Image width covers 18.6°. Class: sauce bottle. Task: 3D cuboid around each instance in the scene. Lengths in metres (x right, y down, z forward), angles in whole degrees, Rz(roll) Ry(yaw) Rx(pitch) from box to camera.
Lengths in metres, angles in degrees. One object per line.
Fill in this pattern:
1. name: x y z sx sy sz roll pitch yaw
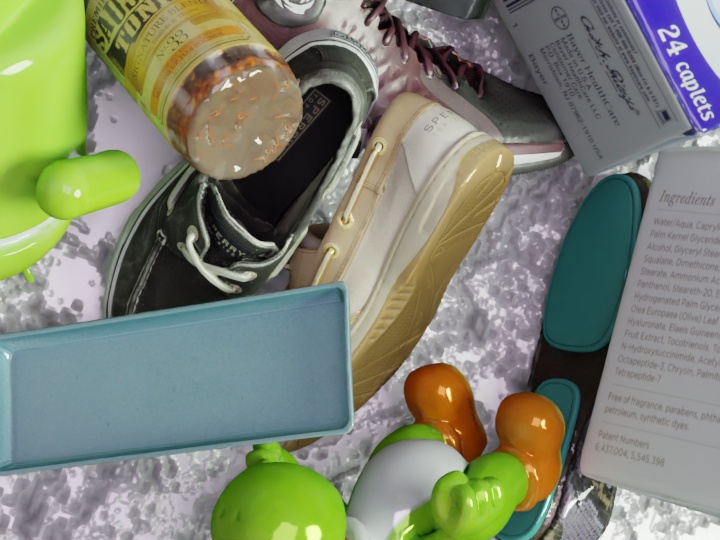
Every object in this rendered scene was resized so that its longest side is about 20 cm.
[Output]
1. sauce bottle: -0.099 -0.119 1.018 0.066 0.200 0.066 -22 136 -24

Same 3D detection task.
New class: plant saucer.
1. plant saucer: -0.090 0.053 1.036 0.199 0.019 0.070 -9 76 26

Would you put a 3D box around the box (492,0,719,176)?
1. box: 0.162 -0.176 1.076 0.200 0.105 0.185 -32 96 -28

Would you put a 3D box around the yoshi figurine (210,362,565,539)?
1. yoshi figurine: 0.004 0.105 1.011 0.112 0.112 0.200 47 50 7

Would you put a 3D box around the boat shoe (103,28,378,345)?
1. boat shoe: -0.063 -0.026 1.040 0.071 0.064 0.200 31 113 -11

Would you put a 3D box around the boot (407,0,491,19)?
1. boot: -0.015 -0.216 0.994 0.199 0.066 0.166 22 119 21

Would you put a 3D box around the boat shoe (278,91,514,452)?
1. boat shoe: 0.000 0.000 1.062 0.069 0.074 0.200 43 120 19

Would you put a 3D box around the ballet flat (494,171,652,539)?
1. ballet flat: 0.121 0.052 1.118 0.072 0.072 0.201 19 86 -10

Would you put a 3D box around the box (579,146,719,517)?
1. box: 0.250 0.050 1.041 0.198 0.200 0.172 18 86 -33

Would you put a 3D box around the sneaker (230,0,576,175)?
1. sneaker: 0.019 -0.113 1.074 0.199 0.076 0.116 5 108 -11

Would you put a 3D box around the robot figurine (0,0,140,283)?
1. robot figurine: -0.183 -0.077 1.003 0.175 0.201 0.116 20 45 11
